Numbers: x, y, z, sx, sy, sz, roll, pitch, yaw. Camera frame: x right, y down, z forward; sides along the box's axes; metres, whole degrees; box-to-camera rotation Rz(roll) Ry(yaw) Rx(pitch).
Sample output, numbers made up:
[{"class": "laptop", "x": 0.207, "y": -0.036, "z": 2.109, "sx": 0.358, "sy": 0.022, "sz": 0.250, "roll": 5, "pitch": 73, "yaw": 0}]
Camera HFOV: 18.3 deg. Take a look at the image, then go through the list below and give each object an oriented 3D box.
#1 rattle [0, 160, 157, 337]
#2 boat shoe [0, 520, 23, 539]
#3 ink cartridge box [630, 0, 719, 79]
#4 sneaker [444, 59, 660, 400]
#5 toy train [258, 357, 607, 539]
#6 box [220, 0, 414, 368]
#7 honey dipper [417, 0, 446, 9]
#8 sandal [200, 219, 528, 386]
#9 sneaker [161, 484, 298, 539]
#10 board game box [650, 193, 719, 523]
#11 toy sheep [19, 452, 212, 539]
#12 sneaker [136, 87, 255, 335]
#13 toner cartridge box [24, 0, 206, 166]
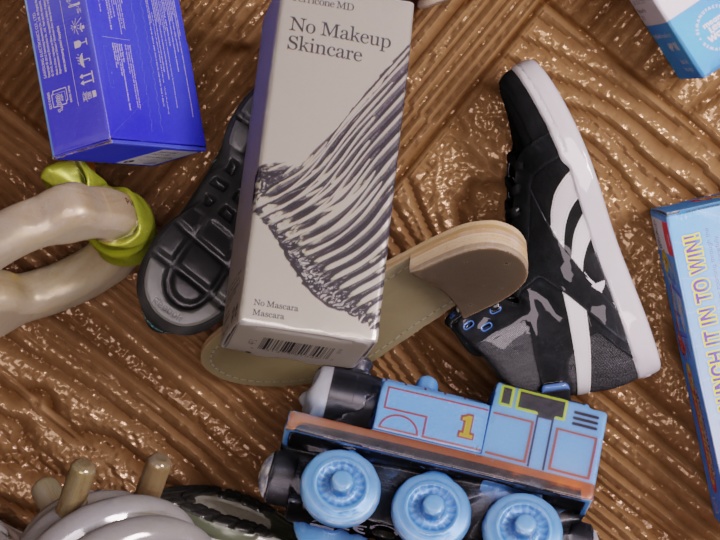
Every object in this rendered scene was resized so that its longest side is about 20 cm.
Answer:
[{"class": "rattle", "x": -0.226, "y": -0.025, "z": 1.297, "sx": 0.200, "sy": 0.130, "sz": 0.143, "roll": -31, "pitch": 86, "yaw": 26}, {"class": "boat shoe", "x": -0.233, "y": 0.168, "z": 1.306, "sx": 0.202, "sy": 0.086, "sz": 0.075, "roll": 42, "pitch": 93, "yaw": -5}, {"class": "ink cartridge box", "x": 0.185, "y": -0.224, "z": 1.294, "sx": 0.116, "sy": 0.067, "sz": 0.200, "roll": -34, "pitch": 96, "yaw": 1}, {"class": "sneaker", "x": 0.092, "y": -0.013, "z": 1.309, "sx": 0.111, "sy": 0.073, "sz": 0.201, "roll": -22, "pitch": 96, "yaw": 1}, {"class": "toy train", "x": 0.044, "y": 0.117, "z": 1.292, "sx": 0.199, "sy": 0.087, "sz": 0.115, "roll": 13, "pitch": 64, "yaw": 1}, {"class": "box", "x": -0.023, "y": -0.053, "z": 1.237, "sx": 0.082, "sy": 0.068, "sz": 0.201, "roll": 8, "pitch": 74, "yaw": -9}, {"class": "honey dipper", "x": 0.015, "y": -0.251, "z": 1.300, "sx": 0.038, "sy": 0.038, "sz": 0.201, "roll": -22, "pitch": 95, "yaw": 0}, {"class": "sandal", "x": 0.003, "y": 0.003, "z": 1.311, "sx": 0.211, "sy": 0.070, "sz": 0.078, "roll": -21, "pitch": 137, "yaw": 26}, {"class": "sneaker", "x": -0.039, "y": 0.199, "z": 1.333, "sx": 0.199, "sy": 0.077, "sz": 0.089, "roll": 23, "pitch": 104, "yaw": 2}, {"class": "board game box", "x": 0.290, "y": 0.038, "z": 1.331, "sx": 0.195, "sy": 0.056, "sz": 0.201, "roll": -12, "pitch": 96, "yaw": -1}, {"class": "toy sheep", "x": -0.135, "y": 0.181, "z": 1.247, "sx": 0.137, "sy": 0.200, "sz": 0.138, "roll": -16, "pitch": 133, "yaw": -19}, {"class": "sneaker", "x": -0.064, "y": -0.043, "z": 1.303, "sx": 0.075, "sy": 0.079, "sz": 0.200, "roll": 40, "pitch": 73, "yaw": 2}, {"class": "toner cartridge box", "x": -0.145, "y": -0.161, "z": 1.249, "sx": 0.043, "sy": 0.095, "sz": 0.201, "roll": -14, "pitch": 82, "yaw": 28}]
